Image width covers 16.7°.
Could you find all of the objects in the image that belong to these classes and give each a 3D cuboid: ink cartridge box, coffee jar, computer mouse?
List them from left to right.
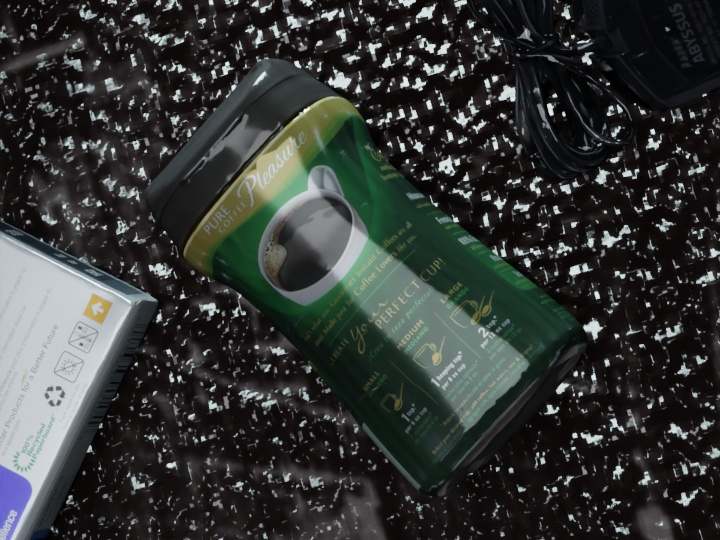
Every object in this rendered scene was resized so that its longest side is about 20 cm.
[{"bbox_3d":[-0.227,0.060,1.187,0.200,0.043,0.198,27,93,13],"label":"ink cartridge box"},{"bbox_3d":[0.000,0.000,1.114,0.200,0.085,0.104,45,100,10],"label":"coffee jar"},{"bbox_3d":[0.152,-0.132,1.095,0.200,0.053,0.139,-16,109,16],"label":"computer mouse"}]
